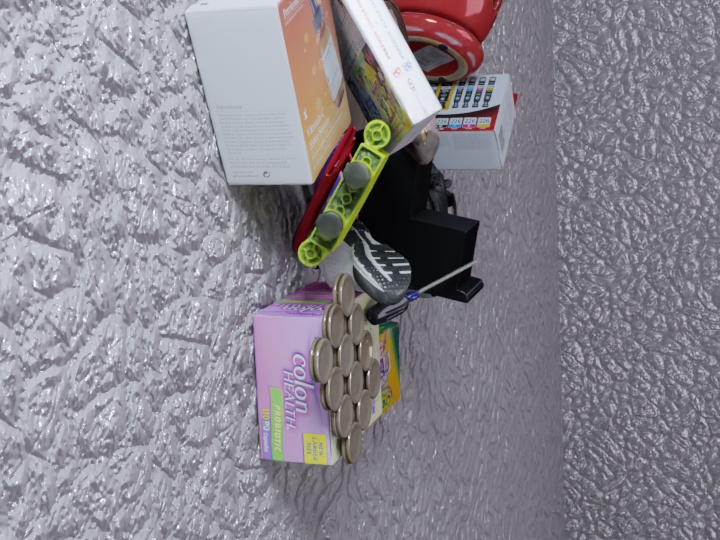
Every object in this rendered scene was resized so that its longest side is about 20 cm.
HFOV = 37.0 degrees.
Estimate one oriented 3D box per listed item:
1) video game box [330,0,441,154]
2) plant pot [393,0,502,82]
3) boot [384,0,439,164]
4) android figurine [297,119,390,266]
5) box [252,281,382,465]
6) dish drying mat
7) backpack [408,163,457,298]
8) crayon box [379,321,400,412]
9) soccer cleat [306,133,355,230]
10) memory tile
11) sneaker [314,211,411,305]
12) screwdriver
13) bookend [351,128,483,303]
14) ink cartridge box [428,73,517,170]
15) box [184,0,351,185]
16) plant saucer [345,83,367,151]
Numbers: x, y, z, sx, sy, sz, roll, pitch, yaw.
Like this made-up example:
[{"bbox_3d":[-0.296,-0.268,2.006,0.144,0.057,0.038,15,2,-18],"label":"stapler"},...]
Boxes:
[{"bbox_3d":[0.017,-0.237,1.246,0.185,0.046,0.200,63,-8,-1],"label":"video game box"},{"bbox_3d":[0.112,-0.403,1.628,0.200,0.197,0.186,47,56,-63],"label":"plant pot"},{"bbox_3d":[0.057,-0.257,1.442,0.201,0.063,0.189,-110,-172,-64],"label":"boot"},{"bbox_3d":[-0.013,-0.088,1.236,0.184,0.041,0.200,-61,-179,11],"label":"android figurine"},{"bbox_3d":[-0.049,0.121,1.341,0.200,0.095,0.180,-32,121,-69],"label":"box"},{"bbox_3d":[-0.045,-0.093,1.286,0.078,0.018,0.200,-63,-177,-28],"label":"dish drying mat"},{"bbox_3d":[0.078,-0.056,1.649,0.167,0.124,0.204,14,76,-69],"label":"backpack"},{"bbox_3d":[0.002,0.150,1.546,0.200,0.057,0.121,-26,116,-69],"label":"crayon box"},{"bbox_3d":[-0.028,-0.090,1.417,0.069,0.072,0.203,-64,149,-51],"label":"soccer cleat"},{"bbox_3d":[-0.016,0.116,1.264,0.202,0.016,0.155,72,26,-42],"label":"memory tile"},{"bbox_3d":[0.000,0.000,1.329,0.200,0.073,0.081,47,-54,55],"label":"sneaker"},{"bbox_3d":[0.085,0.027,1.401,0.198,0.028,0.030,-22,123,-36],"label":"screwdriver"},{"bbox_3d":[0.083,-0.082,1.501,0.092,0.195,0.204,-32,132,-64],"label":"bookend"},{"bbox_3d":[0.137,-0.248,1.694,0.085,0.196,0.178,69,29,-45],"label":"ink cartridge box"},{"bbox_3d":[-0.093,-0.217,1.167,0.153,0.104,0.203,-63,149,-51],"label":"box"},{"bbox_3d":[-0.004,-0.262,1.536,0.200,0.031,0.205,2,90,-70],"label":"plant saucer"}]
